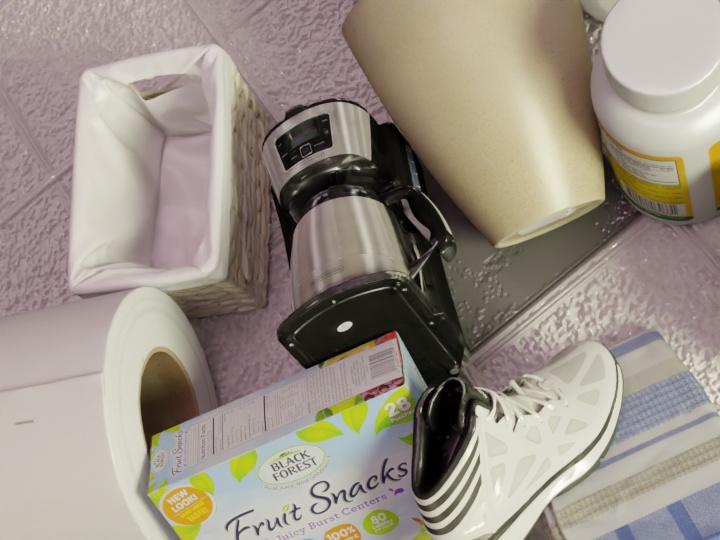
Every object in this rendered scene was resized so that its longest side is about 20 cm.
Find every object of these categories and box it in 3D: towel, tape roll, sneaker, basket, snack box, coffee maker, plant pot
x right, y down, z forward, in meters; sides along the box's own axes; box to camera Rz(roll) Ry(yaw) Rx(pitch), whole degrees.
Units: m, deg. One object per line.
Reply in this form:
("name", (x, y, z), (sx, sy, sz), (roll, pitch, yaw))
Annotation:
("towel", (0.183, 0.131, 0.899), (0.145, 0.024, 0.201), (-26, 38, 1))
("tape roll", (-0.204, 0.124, 0.988), (0.137, 0.203, 0.206), (-11, 68, 15))
("sneaker", (0.105, 0.097, 0.868), (0.075, 0.116, 0.201), (16, 53, 41))
("basket", (-0.153, -0.064, 1.079), (0.133, 0.123, 0.203), (-7, 69, 17))
("snack box", (-0.027, 0.157, 0.932), (0.198, 0.170, 0.068), (-24, 32, 8))
("coffee maker", (0.000, 0.000, 0.995), (0.132, 0.194, 0.202), (-9, 47, -1))
("plant pot", (0.105, -0.127, 0.996), (0.185, 0.187, 0.203), (-23, 82, 10))

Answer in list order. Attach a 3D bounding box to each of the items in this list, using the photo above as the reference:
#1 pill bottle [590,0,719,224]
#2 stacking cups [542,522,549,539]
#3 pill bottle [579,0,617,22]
("pill bottle", (0.223, -0.118, 0.925), (0.111, 0.200, 0.115), (-6, 69, 17))
("stacking cups", (0.158, 0.273, 0.892), (0.060, 0.060, 0.203), (-5, 73, 17))
("pill bottle", (0.229, -0.307, 1.037), (0.111, 0.112, 0.203), (1, 72, 19))
